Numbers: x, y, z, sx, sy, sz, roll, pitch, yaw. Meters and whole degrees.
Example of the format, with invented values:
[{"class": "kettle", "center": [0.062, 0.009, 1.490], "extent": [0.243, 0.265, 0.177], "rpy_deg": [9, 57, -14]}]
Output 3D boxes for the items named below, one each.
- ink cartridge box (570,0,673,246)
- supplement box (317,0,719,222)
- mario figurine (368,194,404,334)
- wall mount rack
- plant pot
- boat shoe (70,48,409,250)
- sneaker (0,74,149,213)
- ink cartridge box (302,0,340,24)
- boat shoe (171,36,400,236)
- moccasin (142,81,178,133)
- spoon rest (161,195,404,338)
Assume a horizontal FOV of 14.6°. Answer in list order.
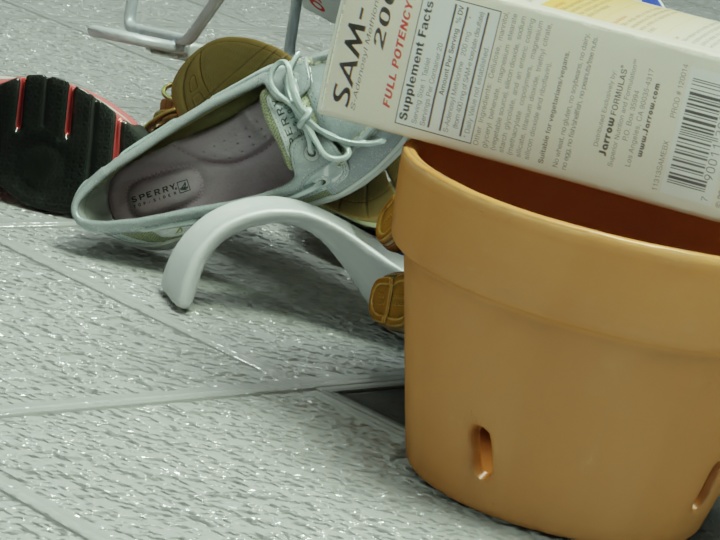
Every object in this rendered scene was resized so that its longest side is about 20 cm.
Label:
[{"class": "ink cartridge box", "center": [0.150, -0.029, 1.351], "extent": [0.201, 0.094, 0.044], "rpy_deg": [59, 5, 3]}, {"class": "supplement box", "center": [0.095, -0.085, 1.259], "extent": [0.199, 0.074, 0.126], "rpy_deg": [16, 13, 13]}, {"class": "mario figurine", "center": [0.110, 0.007, 1.397], "extent": [0.199, 0.124, 0.106], "rpy_deg": [13, 16, -28]}, {"class": "wall mount rack", "center": [-0.054, -0.153, 1.679], "extent": [0.199, 0.075, 0.174], "rpy_deg": [9, 4, -28]}, {"class": "plant pot", "center": [0.100, 0.032, 1.244], "extent": [0.199, 0.141, 0.200], "rpy_deg": [13, 13, -3]}, {"class": "boat shoe", "center": [-0.057, -0.064, 1.466], "extent": [0.201, 0.075, 0.065], "rpy_deg": [-20, -6, 23]}, {"class": "sneaker", "center": [-0.206, -0.087, 1.589], "extent": [0.199, 0.074, 0.087], "rpy_deg": [14, 12, 3]}, {"class": "ink cartridge box", "center": [0.048, -0.185, 1.740], "extent": [0.199, 0.083, 0.147], "rpy_deg": [30, -16, 23]}, {"class": "boat shoe", "center": [-0.030, -0.065, 1.551], "extent": [0.200, 0.073, 0.065], "rpy_deg": [37, -9, 42]}, {"class": "moccasin", "center": [-0.091, -0.082, 1.669], "extent": [0.073, 0.078, 0.201], "rpy_deg": [15, 13, 7]}, {"class": "spoon rest", "center": [0.000, 0.000, 1.457], "extent": [0.199, 0.061, 0.099], "rpy_deg": [7, 14, -21]}]
